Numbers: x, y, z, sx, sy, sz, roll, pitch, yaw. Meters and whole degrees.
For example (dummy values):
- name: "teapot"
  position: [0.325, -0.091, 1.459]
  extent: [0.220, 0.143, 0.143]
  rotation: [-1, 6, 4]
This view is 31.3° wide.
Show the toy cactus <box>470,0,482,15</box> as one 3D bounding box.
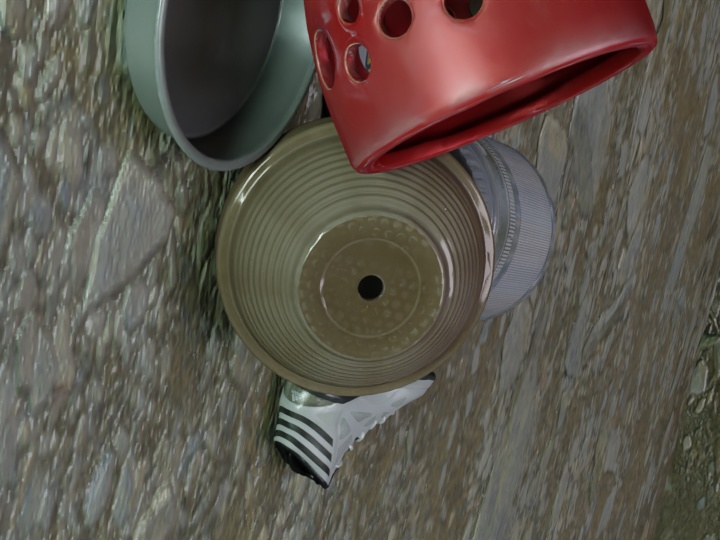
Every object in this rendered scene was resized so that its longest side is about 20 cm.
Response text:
- name: "toy cactus"
  position: [0.120, -0.228, 1.005]
  extent: [0.165, 0.101, 0.202]
  rotation: [-37, 136, -51]

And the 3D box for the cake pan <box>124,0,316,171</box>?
- name: "cake pan"
  position: [-0.081, -0.165, 0.811]
  extent: [0.200, 0.036, 0.202]
  rotation: [-44, 143, -46]

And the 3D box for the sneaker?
- name: "sneaker"
  position: [-0.014, 0.124, 1.122]
  extent: [0.200, 0.075, 0.116]
  rotation: [5, 110, -57]

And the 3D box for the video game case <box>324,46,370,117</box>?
- name: "video game case"
  position: [0.030, -0.230, 1.022]
  extent: [0.181, 0.025, 0.202]
  rotation: [-38, 138, -53]

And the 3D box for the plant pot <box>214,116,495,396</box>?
- name: "plant pot"
  position: [0.000, 0.000, 0.879]
  extent: [0.093, 0.199, 0.203]
  rotation: [-113, -147, -73]

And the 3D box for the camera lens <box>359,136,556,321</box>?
- name: "camera lens"
  position: [0.063, -0.040, 1.051]
  extent: [0.200, 0.159, 0.162]
  rotation: [7, 99, -65]

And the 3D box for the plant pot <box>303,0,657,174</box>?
- name: "plant pot"
  position: [0.053, -0.176, 0.778]
  extent: [0.200, 0.199, 0.184]
  rotation: [-18, 83, -61]
